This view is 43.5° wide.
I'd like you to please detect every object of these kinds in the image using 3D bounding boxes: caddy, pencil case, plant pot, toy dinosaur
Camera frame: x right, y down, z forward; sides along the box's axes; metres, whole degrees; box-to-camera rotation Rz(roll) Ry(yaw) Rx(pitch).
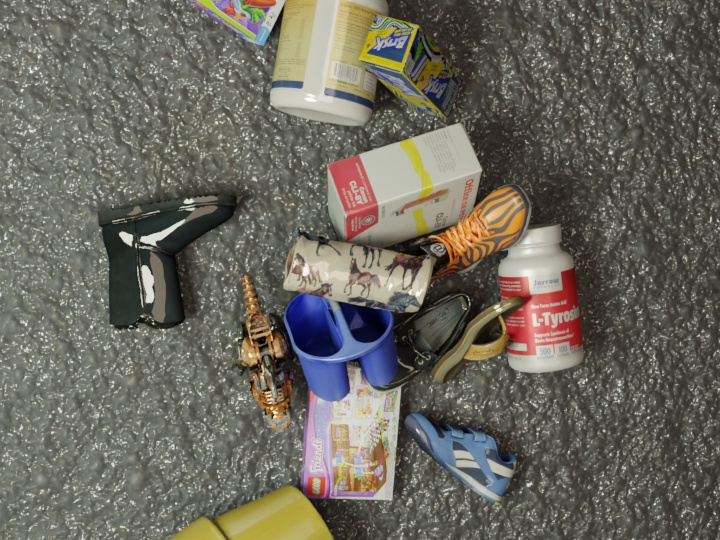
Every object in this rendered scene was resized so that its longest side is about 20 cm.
[{"bbox_3d":[-0.027,0.081,1.225,0.139,0.201,0.107,-17,119,-8],"label":"caddy"},{"bbox_3d":[0.000,0.000,1.189,0.196,0.078,0.091,11,59,-1],"label":"pencil case"},{"bbox_3d":[-0.137,0.401,1.237,0.187,0.200,0.203,-33,99,-22],"label":"plant pot"},{"bbox_3d":[-0.126,0.112,1.237,0.100,0.136,0.204,7,93,-10],"label":"toy dinosaur"}]

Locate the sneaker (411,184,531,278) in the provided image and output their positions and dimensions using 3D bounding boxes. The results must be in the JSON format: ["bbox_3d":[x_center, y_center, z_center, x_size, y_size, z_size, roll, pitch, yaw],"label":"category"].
[{"bbox_3d":[0.144,-0.040,1.235,0.111,0.200,0.078,-19,71,-40],"label":"sneaker"}]

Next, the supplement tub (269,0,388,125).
[{"bbox_3d":[-0.039,-0.308,1.217,0.141,0.144,0.204,10,93,-11],"label":"supplement tub"}]

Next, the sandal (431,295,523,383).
[{"bbox_3d":[0.173,0.106,1.279,0.054,0.080,0.201,51,128,20],"label":"sandal"}]

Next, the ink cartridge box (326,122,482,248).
[{"bbox_3d":[0.059,-0.107,1.241,0.196,0.146,0.085,-19,67,-8],"label":"ink cartridge box"}]

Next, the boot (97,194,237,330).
[{"bbox_3d":[-0.255,-0.010,1.233,0.196,0.076,0.172,-9,92,-2],"label":"boot"}]

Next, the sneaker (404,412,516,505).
[{"bbox_3d":[0.148,0.260,1.332,0.199,0.074,0.083,39,85,-18],"label":"sneaker"}]

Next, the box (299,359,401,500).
[{"bbox_3d":[-0.014,0.229,1.314,0.134,0.039,0.205,4,93,-11],"label":"box"}]

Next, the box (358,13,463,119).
[{"bbox_3d":[0.071,-0.269,1.212,0.069,0.199,0.065,21,89,24],"label":"box"}]

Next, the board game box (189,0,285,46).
[{"bbox_3d":[-0.144,-0.426,1.205,0.133,0.045,0.203,25,92,-42],"label":"board game box"}]

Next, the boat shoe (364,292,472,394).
[{"bbox_3d":[0.089,0.098,1.284,0.198,0.066,0.075,-34,88,-22],"label":"boat shoe"}]

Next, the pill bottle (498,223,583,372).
[{"bbox_3d":[0.259,0.038,1.313,0.110,0.112,0.204,-9,96,-9],"label":"pill bottle"}]
